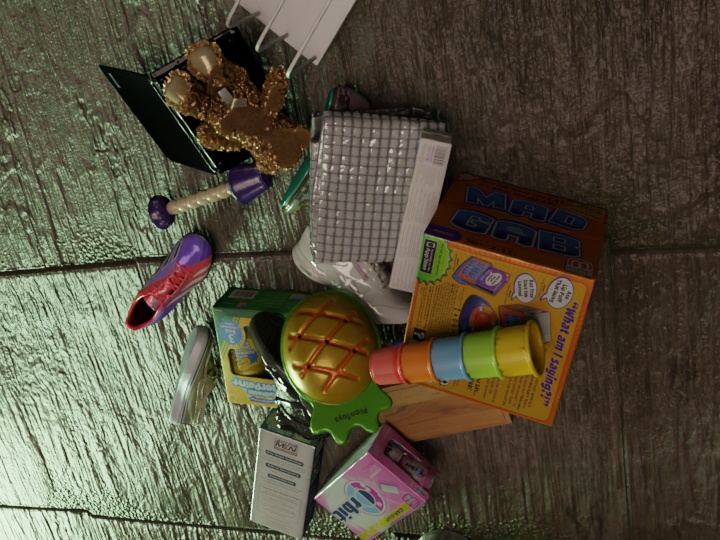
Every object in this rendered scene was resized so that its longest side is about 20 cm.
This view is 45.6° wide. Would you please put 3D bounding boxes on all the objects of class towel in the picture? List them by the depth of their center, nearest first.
[{"bbox_3d":[0.014,-0.112,1.091,0.162,0.086,0.204,0,119,-7],"label":"towel"}]

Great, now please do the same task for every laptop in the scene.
[{"bbox_3d":[-0.215,-0.229,1.146,0.197,0.104,0.178,-27,134,6],"label":"laptop"}]

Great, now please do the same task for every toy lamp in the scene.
[{"bbox_3d":[-0.214,-0.109,1.221,0.197,0.058,0.059,-15,110,25],"label":"toy lamp"}]

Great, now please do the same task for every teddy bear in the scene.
[{"bbox_3d":[-0.153,-0.206,1.083,0.197,0.067,0.147,16,114,-23],"label":"teddy bear"}]

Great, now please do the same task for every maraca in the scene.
[{"bbox_3d":[-0.032,0.124,1.133,0.135,0.107,0.204,-20,74,2],"label":"maraca"}]

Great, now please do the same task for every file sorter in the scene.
[{"bbox_3d":[-0.113,-0.351,1.023,0.199,0.125,0.139,38,122,-1],"label":"file sorter"}]

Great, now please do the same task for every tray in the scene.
[{"bbox_3d":[0.118,0.193,1.262,0.197,0.037,0.100,-16,109,27],"label":"tray"}]

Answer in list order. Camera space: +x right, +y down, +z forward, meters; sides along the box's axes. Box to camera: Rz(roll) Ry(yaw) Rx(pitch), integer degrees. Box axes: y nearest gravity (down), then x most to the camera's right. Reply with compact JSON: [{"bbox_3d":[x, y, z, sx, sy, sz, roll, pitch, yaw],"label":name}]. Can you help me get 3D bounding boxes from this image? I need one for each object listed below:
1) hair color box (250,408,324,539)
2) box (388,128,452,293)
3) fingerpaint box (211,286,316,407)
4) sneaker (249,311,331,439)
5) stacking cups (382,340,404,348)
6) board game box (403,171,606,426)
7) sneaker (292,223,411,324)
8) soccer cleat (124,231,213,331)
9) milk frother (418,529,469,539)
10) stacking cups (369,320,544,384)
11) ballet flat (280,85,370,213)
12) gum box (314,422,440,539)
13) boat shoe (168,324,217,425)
[{"bbox_3d":[-0.119,0.334,1.405,0.098,0.061,0.203,16,120,12],"label":"hair color box"},{"bbox_3d":[0.072,-0.071,1.046,0.041,0.039,0.204,11,117,2],"label":"box"},{"bbox_3d":[-0.112,0.120,1.287,0.196,0.074,0.170,4,117,18],"label":"fingerpaint box"},{"bbox_3d":[-0.104,0.158,1.214,0.200,0.076,0.114,50,132,1],"label":"sneaker"},{"bbox_3d":[0.063,0.122,1.203,0.196,0.061,0.062,-10,113,8],"label":"stacking cups"},{"bbox_3d":[0.176,0.027,1.059,0.196,0.200,0.204,16,120,12],"label":"board game box"},{"bbox_3d":[0.000,0.000,1.184,0.198,0.075,0.100,33,123,2],"label":"sneaker"},{"bbox_3d":[-0.291,0.022,1.304,0.068,0.073,0.200,43,122,-5],"label":"soccer cleat"},{"bbox_3d":[0.108,0.466,1.312,0.178,0.189,0.202,29,122,3],"label":"milk frother"},{"bbox_3d":[0.105,0.103,0.966,0.197,0.061,0.061,-13,111,27],"label":"stacking cups"},{"bbox_3d":[-0.042,-0.148,1.139,0.070,0.070,0.202,20,122,-13],"label":"ballet flat"},{"bbox_3d":[0.026,0.329,1.321,0.113,0.066,0.200,39,135,-1],"label":"gum box"},{"bbox_3d":[-0.261,0.171,1.382,0.061,0.073,0.202,12,126,-15],"label":"boat shoe"}]
